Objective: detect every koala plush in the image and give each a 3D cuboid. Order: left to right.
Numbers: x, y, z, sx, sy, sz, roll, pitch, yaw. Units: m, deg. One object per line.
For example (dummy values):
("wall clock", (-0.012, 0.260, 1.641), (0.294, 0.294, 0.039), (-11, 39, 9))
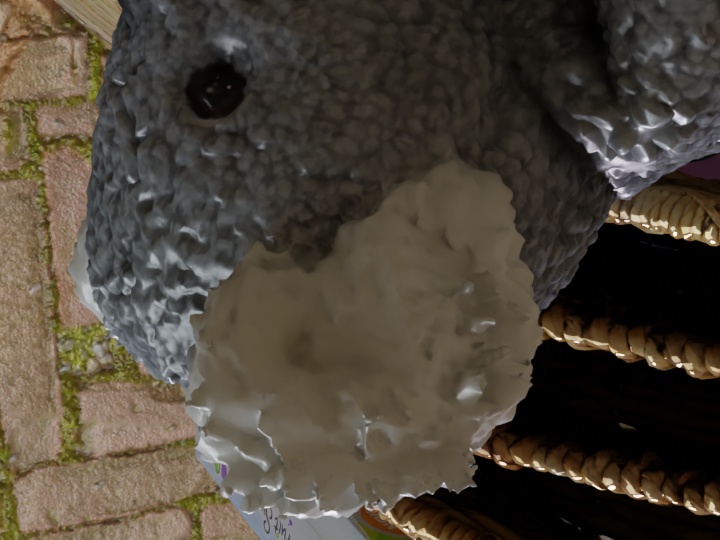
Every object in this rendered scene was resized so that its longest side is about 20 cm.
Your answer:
("koala plush", (0.022, -0.047, 0.547), (0.184, 0.200, 0.177), (40, 176, -26))

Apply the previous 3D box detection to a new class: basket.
("basket", (0.077, 0.039, 0.830), (0.199, 0.144, 0.149), (13, -173, 30))

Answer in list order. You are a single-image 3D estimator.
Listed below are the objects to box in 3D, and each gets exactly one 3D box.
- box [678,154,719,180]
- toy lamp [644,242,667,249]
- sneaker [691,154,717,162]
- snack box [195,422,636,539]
("box", (0.146, -0.017, 0.994), (0.200, 0.039, 0.137), (39, 178, 25))
("toy lamp", (0.173, 0.026, 1.155), (0.200, 0.058, 0.058), (40, 177, -36))
("sneaker", (0.065, -0.058, 0.766), (0.073, 0.082, 0.200), (-6, 157, 23))
("snack box", (0.033, 0.078, 1.018), (0.141, 0.053, 0.200), (-4, -161, -20))
